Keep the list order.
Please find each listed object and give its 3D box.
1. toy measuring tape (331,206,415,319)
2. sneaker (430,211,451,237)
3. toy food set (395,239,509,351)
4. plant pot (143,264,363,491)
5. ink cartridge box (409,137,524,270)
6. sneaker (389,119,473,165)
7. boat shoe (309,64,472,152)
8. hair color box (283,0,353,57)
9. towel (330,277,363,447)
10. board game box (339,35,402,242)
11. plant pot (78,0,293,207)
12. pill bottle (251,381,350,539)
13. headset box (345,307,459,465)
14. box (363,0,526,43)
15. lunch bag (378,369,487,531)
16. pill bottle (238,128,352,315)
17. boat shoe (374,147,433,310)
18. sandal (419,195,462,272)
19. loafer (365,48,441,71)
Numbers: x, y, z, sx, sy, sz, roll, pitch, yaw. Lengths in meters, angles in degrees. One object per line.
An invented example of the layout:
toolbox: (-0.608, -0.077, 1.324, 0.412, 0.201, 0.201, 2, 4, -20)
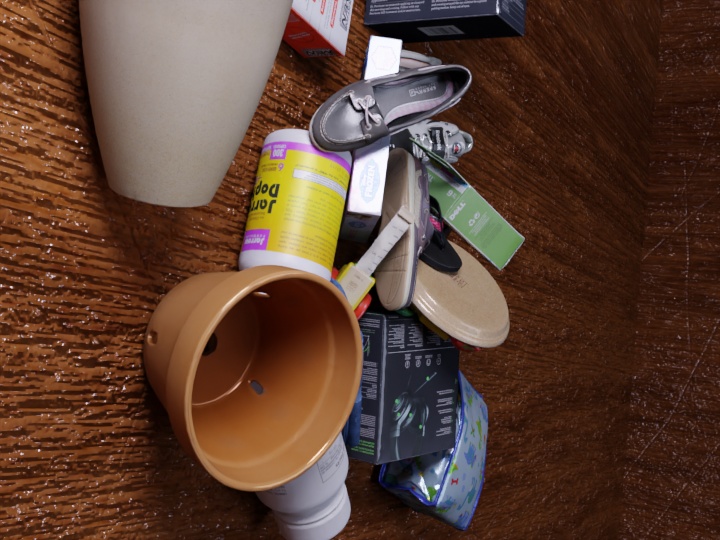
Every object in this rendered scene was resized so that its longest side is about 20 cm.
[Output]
toy measuring tape: (0.000, 0.000, 1.184, 0.201, 0.074, 0.073, -53, 157, 17)
sneaker: (0.068, -0.047, 1.395, 0.088, 0.073, 0.201, 58, 34, -21)
toy food set: (0.115, 0.026, 1.288, 0.049, 0.197, 0.201, -50, -175, 31)
plant pot: (-0.115, 0.086, 0.919, 0.197, 0.139, 0.205, -13, 110, -39)
ink cartridge box: (0.134, -0.091, 1.358, 0.060, 0.104, 0.199, -49, 129, 4)
sneaker: (0.103, -0.186, 1.407, 0.199, 0.087, 0.076, -26, 117, -58)
boat shoe: (0.035, -0.183, 1.047, 0.197, 0.057, 0.068, -25, 95, -28)
hair color box: (-0.079, -0.320, 1.064, 0.199, 0.060, 0.104, 28, 69, -59)
towel: (-0.033, 0.113, 1.132, 0.203, 0.047, 0.113, 92, -18, -45)
board game box: (0.009, -0.150, 1.176, 0.200, 0.040, 0.204, 118, -21, -81)
plant pot: (-0.159, -0.164, 0.831, 0.186, 0.184, 0.204, -19, 124, -60)
pill bottle: (-0.073, 0.200, 1.079, 0.115, 0.112, 0.203, -52, 137, -47)
headset box: (0.048, 0.154, 1.296, 0.172, 0.091, 0.205, -1, 93, -49)
box: (0.117, -0.407, 1.284, 0.104, 0.196, 0.187, 6, 89, -60)
lunch bag: (0.124, 0.260, 1.454, 0.203, 0.125, 0.170, -65, 151, -15)
pill bottle: (-0.074, -0.042, 1.059, 0.104, 0.102, 0.204, 34, 63, -59)
boat shoe: (0.059, -0.049, 1.209, 0.064, 0.071, 0.205, 12, 71, -36)
sandal: (0.072, -0.084, 1.280, 0.075, 0.045, 0.202, -14, 67, -55)
loafer: (0.063, -0.268, 1.342, 0.199, 0.071, 0.064, -16, 115, -64)
